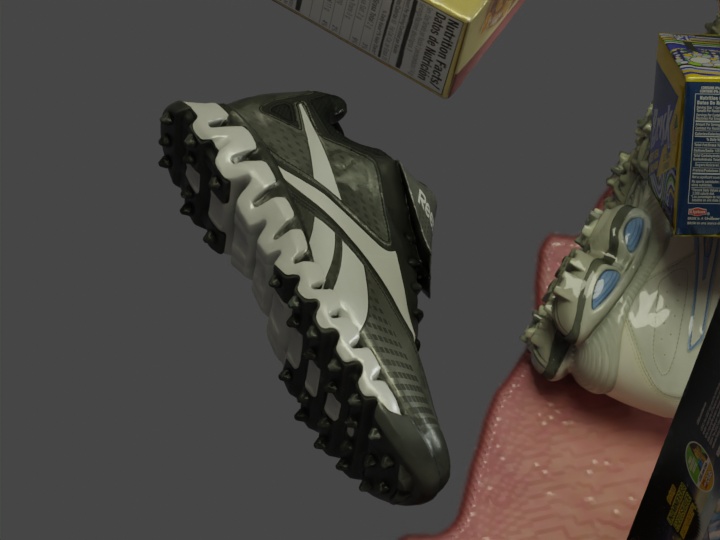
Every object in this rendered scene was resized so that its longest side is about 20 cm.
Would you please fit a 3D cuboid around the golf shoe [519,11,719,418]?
[{"bbox_3d":[0.145,-0.021,1.207,0.097,0.078,0.201,28,63,2],"label":"golf shoe"}]

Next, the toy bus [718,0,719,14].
[{"bbox_3d":[0.242,-0.113,1.119,0.199,0.066,0.078,-1,18,-9],"label":"toy bus"}]

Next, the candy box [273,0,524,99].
[{"bbox_3d":[-0.014,-0.171,1.292,0.199,0.055,0.116,30,54,12],"label":"candy box"}]

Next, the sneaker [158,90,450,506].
[{"bbox_3d":[0.000,0.000,1.160,0.090,0.067,0.200,-19,57,-20],"label":"sneaker"}]

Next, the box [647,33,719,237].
[{"bbox_3d":[0.213,-0.050,1.129,0.199,0.065,0.070,2,19,-4],"label":"box"}]

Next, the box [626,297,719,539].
[{"bbox_3d":[0.173,0.059,1.065,0.136,0.200,0.040,-15,56,-22],"label":"box"}]
